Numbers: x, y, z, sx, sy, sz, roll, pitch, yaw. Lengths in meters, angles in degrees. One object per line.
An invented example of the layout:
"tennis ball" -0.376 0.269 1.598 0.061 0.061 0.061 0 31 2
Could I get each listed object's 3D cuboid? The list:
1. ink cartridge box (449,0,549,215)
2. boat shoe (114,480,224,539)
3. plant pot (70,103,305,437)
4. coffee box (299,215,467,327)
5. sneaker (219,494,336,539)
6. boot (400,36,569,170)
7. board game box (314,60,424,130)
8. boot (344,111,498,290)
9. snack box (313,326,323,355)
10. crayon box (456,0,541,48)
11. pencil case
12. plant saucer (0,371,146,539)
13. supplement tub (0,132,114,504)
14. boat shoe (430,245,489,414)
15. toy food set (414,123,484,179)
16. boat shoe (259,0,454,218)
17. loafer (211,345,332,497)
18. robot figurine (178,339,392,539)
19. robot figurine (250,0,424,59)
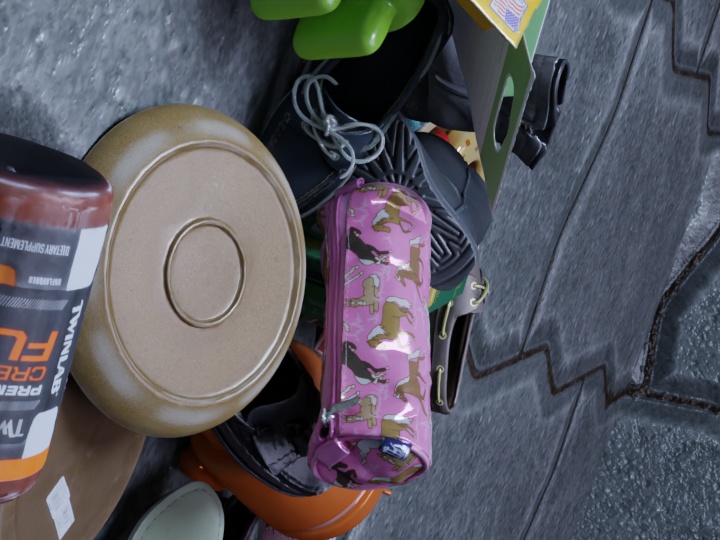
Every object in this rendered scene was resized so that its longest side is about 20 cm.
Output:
"ink cartridge box" 0.099 -0.160 1.107 0.146 0.047 0.202 101 -19 -55
"boat shoe" -0.162 0.223 1.161 0.072 0.060 0.202 57 40 -19
"plant pot" -0.099 0.001 1.009 0.199 0.027 0.203 -4 95 -46
"coffee box" 0.000 0.000 1.284 0.200 0.122 0.045 -27 134 -66
"sneaker" -0.072 0.201 1.368 0.200 0.075 0.116 -53 152 -40
"boot" 0.100 -0.175 1.275 0.070 0.130 0.201 -56 157 -31
"board game box" 0.015 -0.155 1.307 0.200 0.028 0.137 -36 143 -60
"boot" 0.042 -0.081 1.278 0.166 0.065 0.200 60 17 -9
"snack box" -0.001 0.059 1.313 0.024 0.072 0.200 -56 -176 4
"crayon box" 0.075 -0.238 0.998 0.126 0.051 0.201 43 58 -24
"pencil case" 0.008 0.041 1.113 0.087 0.082 0.202 93 -1 -62
"plant saucer" -0.181 0.108 1.032 0.201 0.029 0.201 -56 158 -36
"supplement tub" -0.191 0.039 0.809 0.107 0.106 0.202 -14 122 -68
"boat shoe" 0.082 0.029 1.490 0.072 0.059 0.202 -15 124 -67
"toy food set" 0.055 -0.045 1.505 0.200 0.048 0.200 3 107 -71
"boat shoe" -0.009 -0.111 1.140 0.200 0.075 0.062 -45 -175 8
"loafer" -0.069 0.073 1.102 0.072 0.063 0.201 -41 112 -23
"robot figurine" -0.053 0.127 1.240 0.144 0.116 0.200 -45 138 -6
"robot figurine" 0.005 -0.232 1.053 0.175 0.115 0.202 39 64 -37
